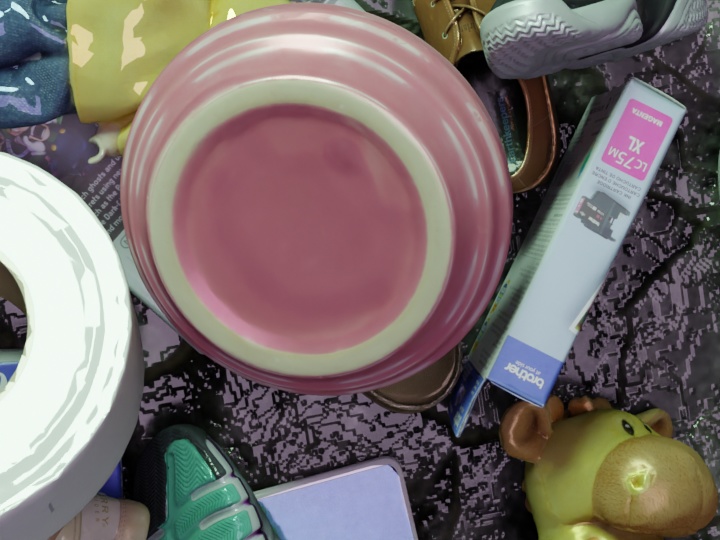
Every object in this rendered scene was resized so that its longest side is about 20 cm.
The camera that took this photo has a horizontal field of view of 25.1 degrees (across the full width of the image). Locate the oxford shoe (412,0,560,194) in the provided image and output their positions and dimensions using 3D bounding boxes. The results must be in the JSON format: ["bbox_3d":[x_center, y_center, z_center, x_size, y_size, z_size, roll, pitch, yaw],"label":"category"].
[{"bbox_3d":[0.061,-0.140,0.865,0.071,0.071,0.202,-19,90,14],"label":"oxford shoe"}]

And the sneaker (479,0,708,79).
[{"bbox_3d":[0.110,-0.165,0.837,0.075,0.199,0.115,-17,90,35],"label":"sneaker"}]

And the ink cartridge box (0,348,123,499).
[{"bbox_3d":[-0.228,0.092,0.867,0.198,0.044,0.095,-2,98,-8],"label":"ink cartridge box"}]

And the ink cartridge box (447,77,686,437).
[{"bbox_3d":[0.106,-0.001,0.867,0.042,0.119,0.201,28,92,-1],"label":"ink cartridge box"}]

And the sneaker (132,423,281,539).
[{"bbox_3d":[-0.057,0.178,0.888,0.074,0.087,0.202,-30,77,22],"label":"sneaker"}]

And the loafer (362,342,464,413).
[{"bbox_3d":[0.000,0.000,0.865,0.076,0.067,0.201,-32,114,-6],"label":"loafer"}]

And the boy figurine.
[{"bbox_3d":[-0.119,-0.120,0.829,0.198,0.064,0.126,-9,101,-8],"label":"boy figurine"}]

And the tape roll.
[{"bbox_3d":[-0.208,0.043,0.800,0.200,0.071,0.205,1,67,-2],"label":"tape roll"}]

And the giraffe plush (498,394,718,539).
[{"bbox_3d":[0.142,0.153,0.890,0.198,0.172,0.164,5,84,23],"label":"giraffe plush"}]

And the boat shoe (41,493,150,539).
[{"bbox_3d":[-0.161,0.207,0.864,0.064,0.072,0.202,9,112,-23],"label":"boat shoe"}]

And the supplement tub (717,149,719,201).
[{"bbox_3d":[0.310,-0.052,0.892,0.198,0.123,0.124,-17,98,-6],"label":"supplement tub"}]

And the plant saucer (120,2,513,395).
[{"bbox_3d":[-0.026,-0.026,0.791,0.198,0.051,0.203,4,111,9],"label":"plant saucer"}]

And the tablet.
[{"bbox_3d":[-0.059,0.191,0.919,0.198,0.014,0.132,-14,97,-7],"label":"tablet"}]

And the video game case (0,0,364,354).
[{"bbox_3d":[-0.086,-0.088,0.882,0.182,0.023,0.200,42,90,-11],"label":"video game case"}]
